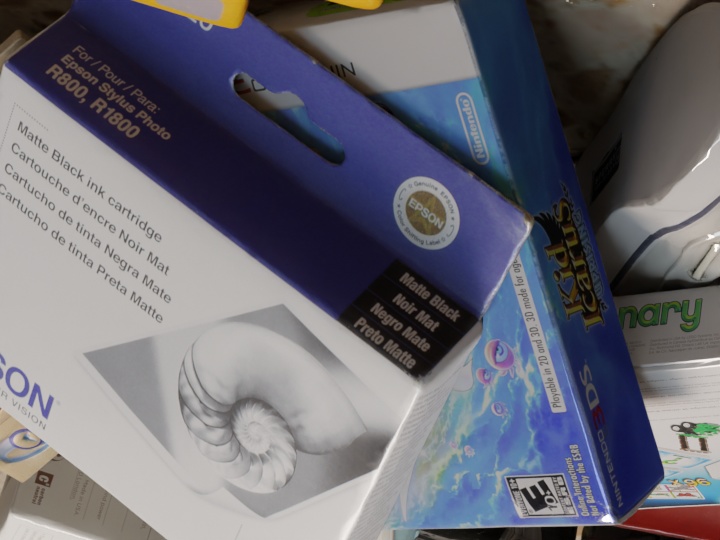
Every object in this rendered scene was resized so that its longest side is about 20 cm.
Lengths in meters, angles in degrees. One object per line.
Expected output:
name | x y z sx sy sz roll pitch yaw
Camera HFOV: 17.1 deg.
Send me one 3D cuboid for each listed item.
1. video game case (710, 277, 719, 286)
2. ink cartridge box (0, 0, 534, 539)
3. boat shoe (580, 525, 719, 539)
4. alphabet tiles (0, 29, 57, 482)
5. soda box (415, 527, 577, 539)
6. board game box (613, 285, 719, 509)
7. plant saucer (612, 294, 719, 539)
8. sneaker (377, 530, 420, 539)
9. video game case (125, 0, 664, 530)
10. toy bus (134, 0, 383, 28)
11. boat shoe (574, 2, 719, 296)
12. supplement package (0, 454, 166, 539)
video game case | 0.163 0.062 1.080 0.182 0.023 0.200 32 151 -32
ink cartridge box | -0.058 0.007 0.867 0.199 0.041 0.200 36 128 15
boat shoe | 0.120 0.143 1.112 0.199 0.065 0.073 -16 145 -19
alphabet tiles | -0.147 -0.007 0.953 0.167 0.008 0.200 -39 130 16
soda box | 0.014 0.078 1.135 0.200 0.071 0.063 28 148 -27
board game box | 0.158 0.047 0.898 0.199 0.035 0.126 -7 149 34
plant saucer | 0.177 0.066 1.005 0.199 0.037 0.200 9 152 6
sneaker | 0.028 0.066 1.031 0.082 0.074 0.201 -5 131 -14
video game case | 0.000 0.000 0.881 0.181 0.045 0.201 -6 110 38
toy bus | -0.083 -0.132 0.759 0.199 0.065 0.078 16 155 -4
boat shoe | 0.124 -0.032 0.850 0.065 0.072 0.200 12 156 -8
supplement package | -0.076 0.117 1.210 0.199 0.118 0.117 20 154 -10
